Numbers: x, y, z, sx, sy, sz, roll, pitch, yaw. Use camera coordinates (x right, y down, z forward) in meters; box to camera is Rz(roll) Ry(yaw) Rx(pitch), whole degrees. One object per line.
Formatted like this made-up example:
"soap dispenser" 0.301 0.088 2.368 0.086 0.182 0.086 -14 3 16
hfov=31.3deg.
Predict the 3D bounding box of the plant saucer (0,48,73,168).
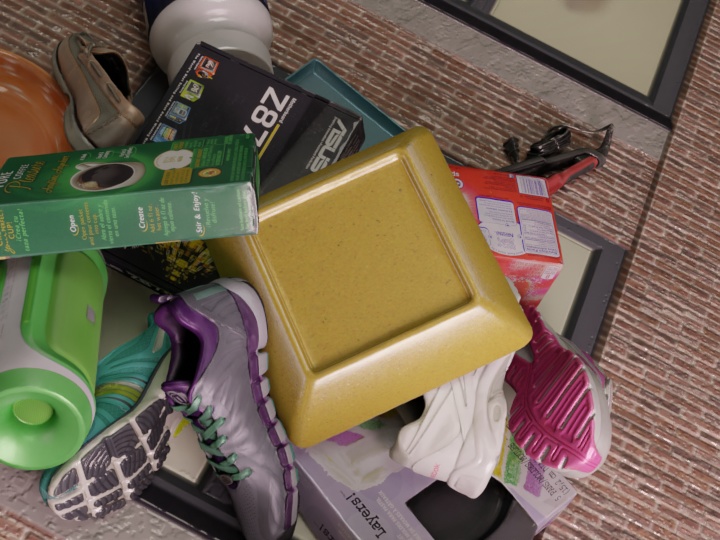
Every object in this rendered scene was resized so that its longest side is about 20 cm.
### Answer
"plant saucer" -0.329 -0.106 1.066 0.198 0.038 0.202 11 51 -14

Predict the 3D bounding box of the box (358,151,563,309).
"box" 0.063 -0.027 1.113 0.198 0.096 0.100 6 52 -15

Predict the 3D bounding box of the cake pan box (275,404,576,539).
"cake pan box" 0.044 0.158 0.997 0.183 0.052 0.200 -28 68 -32

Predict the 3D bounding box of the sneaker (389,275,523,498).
"sneaker" 0.068 0.071 0.993 0.098 0.078 0.201 16 49 -4

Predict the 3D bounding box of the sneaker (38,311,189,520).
"sneaker" -0.175 0.105 0.956 0.079 0.078 0.200 17 43 20

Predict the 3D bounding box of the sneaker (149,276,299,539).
"sneaker" -0.105 0.109 0.923 0.087 0.074 0.202 -9 85 -44

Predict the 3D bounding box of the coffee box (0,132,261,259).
"coffee box" -0.174 -0.056 0.952 0.198 0.044 0.123 -6 23 -2

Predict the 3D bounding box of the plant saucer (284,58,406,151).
"plant saucer" 0.009 -0.123 1.218 0.200 0.019 0.070 39 51 12

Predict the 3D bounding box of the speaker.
"speaker" -0.228 0.047 0.925 0.088 0.089 0.201 9 33 -14

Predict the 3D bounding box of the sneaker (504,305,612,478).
"sneaker" 0.168 0.104 1.027 0.088 0.081 0.200 36 17 -19

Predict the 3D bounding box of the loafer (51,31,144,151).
"loafer" -0.215 -0.154 1.090 0.072 0.063 0.201 41 16 -36

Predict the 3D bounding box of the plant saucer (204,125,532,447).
"plant saucer" 0.000 0.000 0.959 0.199 0.049 0.201 -24 69 -4

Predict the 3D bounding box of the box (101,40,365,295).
"box" -0.111 -0.067 1.045 0.160 0.049 0.201 27 75 12

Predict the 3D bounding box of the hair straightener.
"hair straightener" 0.179 -0.114 1.258 0.199 0.041 0.077 -30 69 -35

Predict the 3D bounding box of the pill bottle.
"pill bottle" -0.143 -0.243 1.188 0.115 0.116 0.201 -2 55 -21
